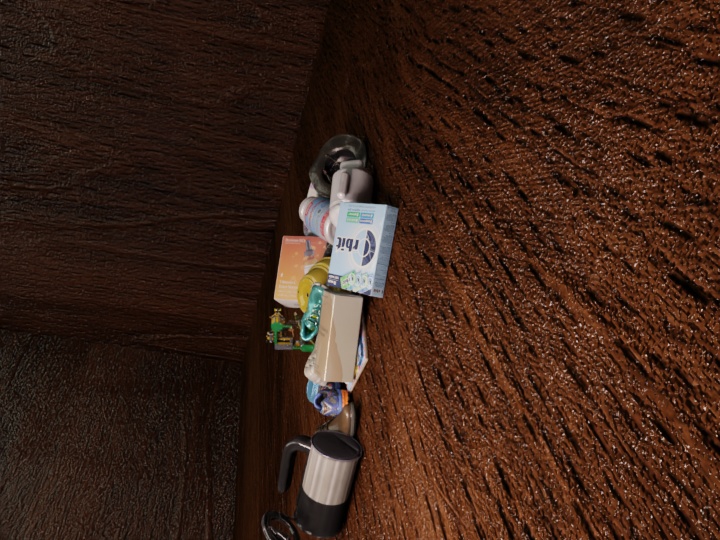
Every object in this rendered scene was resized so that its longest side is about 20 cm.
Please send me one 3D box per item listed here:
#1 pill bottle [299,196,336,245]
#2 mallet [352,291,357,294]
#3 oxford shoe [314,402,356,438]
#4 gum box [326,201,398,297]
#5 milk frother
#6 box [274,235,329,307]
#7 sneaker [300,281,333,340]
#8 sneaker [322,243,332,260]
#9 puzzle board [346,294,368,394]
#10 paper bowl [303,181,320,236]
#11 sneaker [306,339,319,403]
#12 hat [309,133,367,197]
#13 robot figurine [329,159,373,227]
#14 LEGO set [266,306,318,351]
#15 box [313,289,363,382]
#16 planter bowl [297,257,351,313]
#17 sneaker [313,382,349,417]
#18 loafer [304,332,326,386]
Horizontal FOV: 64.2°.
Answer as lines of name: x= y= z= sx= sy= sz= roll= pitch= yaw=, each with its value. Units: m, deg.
pill bottle: x=-0.099 y=-0.149 z=1.651 sx=0.199 sy=0.107 sz=0.111 roll=32 pitch=112 yaw=51
mallet: x=0.000 y=0.000 z=1.419 sx=0.066 sy=0.040 sz=0.204 roll=-115 pitch=39 yaw=-63
oxford shoe: x=-0.061 y=0.379 z=1.333 sx=0.073 sy=0.082 sz=0.203 roll=-97 pitch=25 yaw=-51
gum box: x=0.002 y=-0.052 z=1.335 sx=0.168 sy=0.044 sz=0.206 roll=10 pitch=90 yaw=49
milk frother: x=-0.103 y=0.466 z=1.212 sx=0.200 sy=0.176 sz=0.193 roll=-78 pitch=2 yaw=-78
box: x=-0.169 y=0.007 z=1.772 sx=0.106 sy=0.148 sz=0.205 roll=49 pitch=-135 yaw=-69
sneaker: x=-0.111 y=0.109 z=1.465 sx=0.202 sy=0.076 sz=0.080 roll=109 pitch=-172 yaw=-47
sneaker: x=-0.086 y=0.009 z=1.682 sx=0.087 sy=0.074 sz=0.206 roll=-173 pitch=93 yaw=-80
puzzle board: x=-0.018 y=0.183 z=1.424 sx=0.203 sy=0.017 sz=0.152 roll=-95 pitch=22 yaw=-45
paper bowl: x=-0.115 y=-0.202 z=1.854 sx=0.200 sy=0.102 sz=0.206 roll=-169 pitch=90 yaw=-74
sneaker: x=-0.099 y=0.266 z=1.578 sx=0.081 sy=0.075 sz=0.205 roll=-76 pitch=-1 yaw=-86
hat: x=-0.051 y=-0.296 z=1.704 sx=0.081 sy=0.196 sz=0.206 roll=35 pitch=-123 yaw=-59
robot figurine: x=-0.024 y=-0.186 z=1.501 sx=0.170 sy=0.110 sz=0.205 roll=48 pitch=-137 yaw=-60
LEGO set: x=-0.196 y=0.167 z=1.792 sx=0.117 sy=0.194 sz=0.156 roll=-96 pitch=3 yaw=-50
box: x=-0.053 y=0.155 z=1.368 sx=0.095 sy=0.076 sz=0.206 roll=-171 pitch=87 yaw=-69
planter bowl: x=-0.118 y=0.066 z=1.581 sx=0.198 sy=0.082 sz=0.206 roll=1 pitch=92 yaw=48
sneaker: x=-0.083 y=0.317 z=1.437 sx=0.200 sy=0.076 sz=0.078 roll=173 pitch=97 yaw=-74
loafer: x=-0.082 y=0.203 z=1.481 sx=0.069 sy=0.070 sz=0.203 roll=-21 pitch=35 yaw=46
